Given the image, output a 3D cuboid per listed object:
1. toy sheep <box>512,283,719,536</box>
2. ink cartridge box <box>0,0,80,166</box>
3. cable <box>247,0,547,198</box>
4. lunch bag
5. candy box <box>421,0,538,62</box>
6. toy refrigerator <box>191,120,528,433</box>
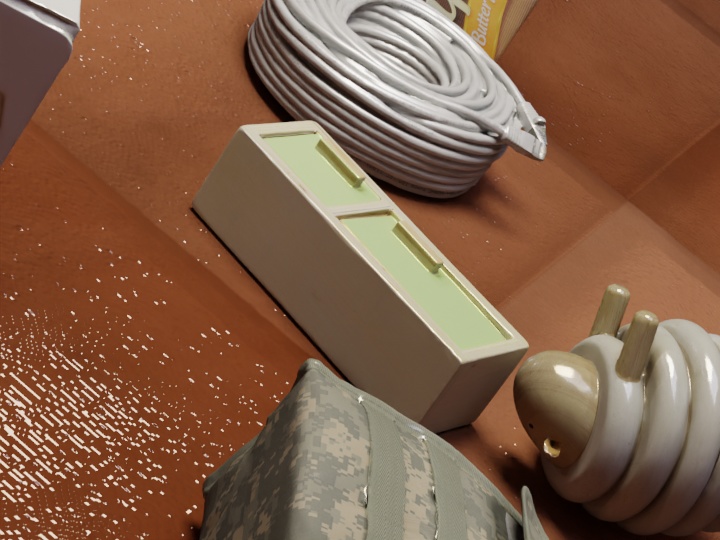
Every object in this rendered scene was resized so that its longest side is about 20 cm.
[{"bbox_3d":[0.178,0.089,1.278,0.199,0.138,0.138,16,31,-16],"label":"toy sheep"},{"bbox_3d":[-0.213,-0.138,1.181,0.084,0.146,0.200,25,28,-21],"label":"ink cartridge box"},{"bbox_3d":[0.017,-0.136,1.532,0.199,0.069,0.200,15,32,-33],"label":"cable"},{"bbox_3d":[0.028,0.162,1.008,0.200,0.118,0.164,34,26,-16],"label":"lunch bag"},{"bbox_3d":[0.084,-0.233,1.618,0.115,0.200,0.055,33,28,-4],"label":"candy box"},{"bbox_3d":[0.000,0.000,1.288,0.200,0.070,0.076,47,29,23],"label":"toy refrigerator"}]
